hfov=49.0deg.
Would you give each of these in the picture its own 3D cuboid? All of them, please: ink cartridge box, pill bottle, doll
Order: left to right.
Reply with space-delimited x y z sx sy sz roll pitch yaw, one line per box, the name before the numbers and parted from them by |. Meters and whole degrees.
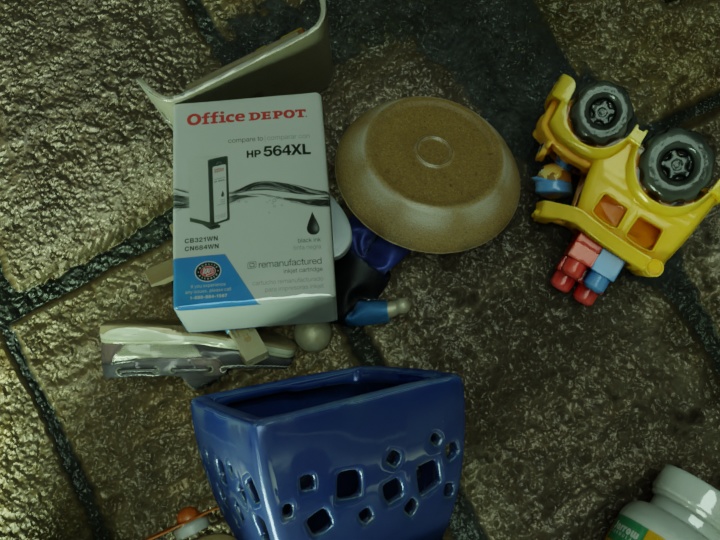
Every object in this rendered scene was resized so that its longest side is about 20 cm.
ink cartridge box | -0.099 -0.055 0.739 0.143 0.085 0.204 -5 71 -2
doll | 0.000 0.000 0.820 0.136 0.049 0.201 36 84 18
pill bottle | 0.275 0.293 0.744 0.112 0.113 0.202 33 82 5

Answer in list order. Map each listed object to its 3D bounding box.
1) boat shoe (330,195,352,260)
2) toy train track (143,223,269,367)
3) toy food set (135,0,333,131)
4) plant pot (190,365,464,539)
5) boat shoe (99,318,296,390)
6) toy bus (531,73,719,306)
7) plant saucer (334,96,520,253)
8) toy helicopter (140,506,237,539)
boat shoe | -0.092 -0.071 0.820 0.198 0.057 0.069 33 74 11
toy train track | -0.143 0.023 0.792 0.113 0.033 0.201 -24 52 -18
toy food set | -0.118 -0.204 0.807 0.198 0.144 0.061 -28 81 -4
plant pot | -0.026 0.191 0.697 0.197 0.199 0.184 -7 89 -27
boat shoe | -0.164 0.088 0.800 0.196 0.072 0.066 5 95 -6
toy bus | 0.240 -0.072 0.807 0.199 0.136 0.194 35 98 7
plant saucer | 0.072 -0.112 0.809 0.196 0.036 0.203 3 59 -6
toy helicopter | -0.174 0.275 0.724 0.078 0.198 0.135 -24 56 39
